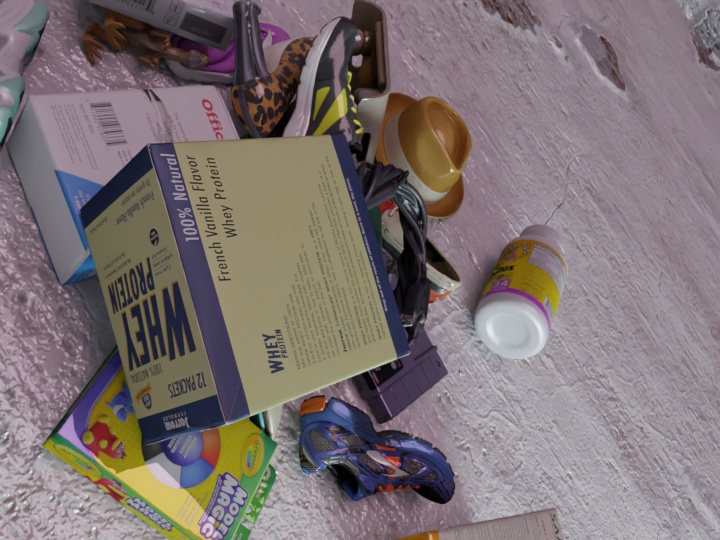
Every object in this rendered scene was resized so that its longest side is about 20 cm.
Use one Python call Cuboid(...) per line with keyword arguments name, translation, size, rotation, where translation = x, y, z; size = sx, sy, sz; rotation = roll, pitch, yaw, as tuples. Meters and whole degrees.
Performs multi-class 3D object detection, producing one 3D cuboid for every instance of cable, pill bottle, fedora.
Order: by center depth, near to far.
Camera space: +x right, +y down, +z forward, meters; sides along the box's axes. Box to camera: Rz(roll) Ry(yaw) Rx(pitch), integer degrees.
Cuboid(name="cable", translation=(0.022, -0.030, 0.744), size=(0.163, 0.050, 0.204), rotation=(45, 44, -37))
Cuboid(name="pill bottle", translation=(0.235, 0.021, 1.011), size=(0.104, 0.104, 0.201), rotation=(46, 44, -12))
Cuboid(name="fedora", translation=(0.101, -0.177, 1.012), size=(0.197, 0.081, 0.206), rotation=(21, 56, -32))

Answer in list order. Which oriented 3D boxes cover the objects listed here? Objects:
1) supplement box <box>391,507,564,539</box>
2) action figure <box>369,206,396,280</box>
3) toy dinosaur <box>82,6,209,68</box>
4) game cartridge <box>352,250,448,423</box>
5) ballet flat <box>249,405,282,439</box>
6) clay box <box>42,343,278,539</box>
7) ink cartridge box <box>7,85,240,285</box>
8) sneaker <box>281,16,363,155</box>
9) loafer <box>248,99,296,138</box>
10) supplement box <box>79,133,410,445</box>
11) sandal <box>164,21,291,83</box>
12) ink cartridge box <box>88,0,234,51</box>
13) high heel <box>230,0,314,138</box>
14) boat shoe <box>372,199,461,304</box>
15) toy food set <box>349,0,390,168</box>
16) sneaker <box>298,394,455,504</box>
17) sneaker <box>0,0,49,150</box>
Cuboid(name="supplement box", translation=(0.105, 0.300, 0.723), size=(0.196, 0.125, 0.076), rotation=(7, 61, -39))
Cuboid(name="action figure", translation=(0.000, 0.000, 0.804), size=(0.116, 0.054, 0.206), rotation=(12, 63, -41))
Cuboid(name="toy dinosaur", translation=(-0.257, -0.267, 0.770), size=(0.199, 0.061, 0.107), rotation=(40, 34, -3))
Cuboid(name="game cartridge", translation=(0.018, 0.062, 0.843), size=(0.129, 0.038, 0.204), rotation=(-25, 86, -51))
Cuboid(name="ballet flat", translation=(-0.103, 0.061, 0.701), size=(0.068, 0.069, 0.205), rotation=(-12, 77, -45))
Cuboid(name="clay box", translation=(-0.156, 0.159, 0.619), size=(0.199, 0.047, 0.116), rotation=(42, 46, -16))
Cuboid(name="ink cartridge box", translation=(-0.207, -0.088, 0.681), size=(0.197, 0.084, 0.148), rotation=(-18, 81, -45))
Cuboid(name="sneaker", translation=(-0.029, -0.163, 0.757), size=(0.082, 0.074, 0.206), rotation=(17, 89, 2))
Cuboid(name="loafer", translation=(-0.079, -0.140, 0.822), size=(0.070, 0.074, 0.201), rotation=(30, 46, 4))
Cuboid(name="supplement box", translation=(-0.092, 0.010, 0.593), size=(0.197, 0.133, 0.205), rotation=(-14, 84, -45))
Cuboid(name="sandal", translation=(-0.145, -0.269, 0.861), size=(0.201, 0.049, 0.084), rotation=(-30, 89, -45))
Cuboid(name="ink cartridge box", translation=(-0.229, -0.343, 0.788), size=(0.159, 0.057, 0.204), rotation=(10, 49, -38))
Cuboid(name="high heel", translation=(-0.079, -0.197, 0.811), size=(0.198, 0.070, 0.147), rotation=(13, 70, -60))
Cuboid(name="boat shoe", translation=(0.053, -0.048, 0.914), size=(0.202, 0.062, 0.071), rotation=(54, 46, -3))
Cuboid(name="toy food set", translation=(-0.006, -0.216, 0.881), size=(0.058, 0.145, 0.204), rotation=(6, 50, -7))
Cuboid(name="sneaker", translation=(0.013, 0.205, 0.742), size=(0.197, 0.075, 0.080), rotation=(28, 59, -18))
Cuboid(name="sneaker", translation=(-0.359, -0.185, 0.610), size=(0.137, 0.078, 0.204), rotation=(21, 45, -30))
